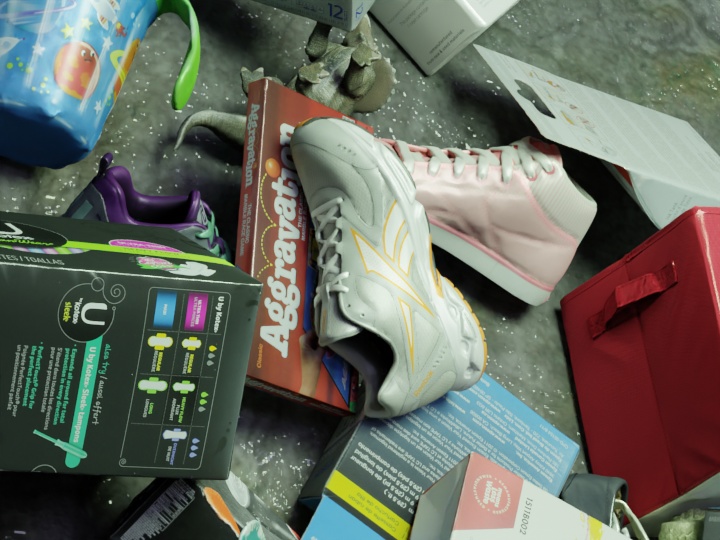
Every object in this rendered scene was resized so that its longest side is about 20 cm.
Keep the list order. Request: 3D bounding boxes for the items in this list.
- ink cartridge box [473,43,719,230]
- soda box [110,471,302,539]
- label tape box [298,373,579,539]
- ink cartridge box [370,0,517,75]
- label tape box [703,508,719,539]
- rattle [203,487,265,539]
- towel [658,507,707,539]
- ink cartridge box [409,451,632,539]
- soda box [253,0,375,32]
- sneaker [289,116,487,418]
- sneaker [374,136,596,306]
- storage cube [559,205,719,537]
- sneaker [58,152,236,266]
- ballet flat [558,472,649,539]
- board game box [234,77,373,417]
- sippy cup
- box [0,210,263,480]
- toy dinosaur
[{"bbox_3d":[0.180,-0.084,1.706,0.200,0.057,0.163,13,24,-25],"label":"ink cartridge box"},{"bbox_3d":[-0.053,0.197,1.429,0.200,0.063,0.071,44,12,-4],"label":"soda box"},{"bbox_3d":[0.041,0.153,1.528,0.144,0.063,0.200,38,50,-8],"label":"label tape box"},{"bbox_3d":[0.042,-0.266,1.753,0.200,0.085,0.146,49,50,-2],"label":"ink cartridge box"},{"bbox_3d":[0.289,0.266,1.563,0.144,0.063,0.201,11,82,-29],"label":"label tape box"},{"bbox_3d":[-0.041,0.236,1.367,0.143,0.130,0.201,11,81,-13],"label":"rattle"},{"bbox_3d":[0.285,0.239,1.629,0.200,0.036,0.149,5,85,-30],"label":"towel"},{"bbox_3d":[0.125,0.213,1.457,0.200,0.067,0.117,29,48,-15],"label":"ink cartridge box"},{"bbox_3d":[-0.080,-0.232,1.607,0.200,0.068,0.063,19,48,18],"label":"soda box"},{"bbox_3d":[0.000,0.000,1.492,0.092,0.076,0.200,-29,91,-31],"label":"sneaker"},{"bbox_3d":[0.075,-0.065,1.637,0.200,0.105,0.075,31,17,-19],"label":"sneaker"},{"bbox_3d":[0.269,0.076,1.646,0.200,0.171,0.180,6,63,-31],"label":"storage cube"},{"bbox_3d":[-0.097,0.002,1.501,0.200,0.088,0.074,26,31,-18],"label":"sneaker"},{"bbox_3d":[0.170,0.224,1.562,0.073,0.073,0.200,8,58,-29],"label":"ballet flat"},{"bbox_3d":[-0.037,-0.015,1.523,0.103,0.019,0.200,21,64,-42],"label":"board game box"},{"bbox_3d":[-0.203,-0.141,1.505,0.140,0.178,0.131,38,56,-46],"label":"sippy cup"},{"bbox_3d":[-0.181,0.040,1.370,0.200,0.148,0.125,5,102,-28],"label":"box"},{"bbox_3d":[-0.037,-0.114,1.617,0.077,0.102,0.200,35,60,23],"label":"toy dinosaur"}]
